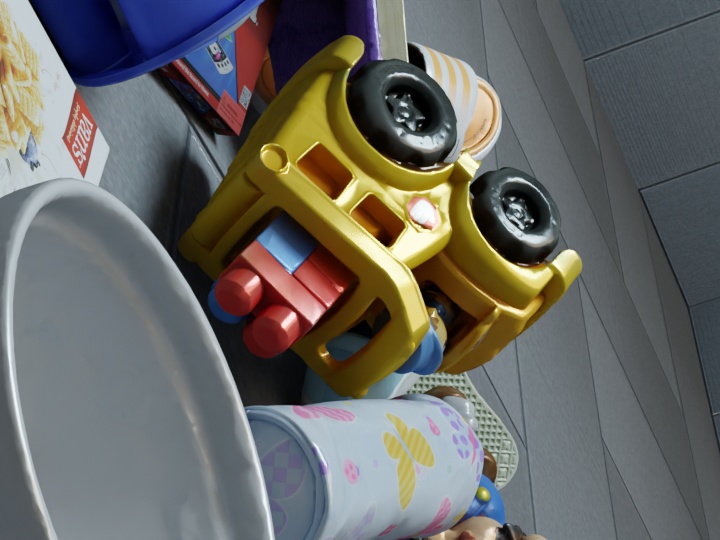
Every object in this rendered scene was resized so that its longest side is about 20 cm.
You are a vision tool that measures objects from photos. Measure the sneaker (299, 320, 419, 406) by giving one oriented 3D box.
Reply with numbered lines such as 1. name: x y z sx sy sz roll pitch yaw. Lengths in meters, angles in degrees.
1. sneaker: 0.011 0.034 1.162 0.200 0.074 0.082 -72 175 -67

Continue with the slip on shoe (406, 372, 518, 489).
1. slip on shoe: 0.045 0.080 1.326 0.200 0.074 0.061 57 -20 -21

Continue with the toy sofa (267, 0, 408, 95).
1. toy sofa: -0.006 -0.098 1.157 0.083 0.097 0.201 156 -70 -78

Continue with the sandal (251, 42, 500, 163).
1. sandal: 0.022 -0.120 1.238 0.206 0.059 0.079 5 69 -32

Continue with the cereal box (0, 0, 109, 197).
1. cereal box: -0.175 -0.091 0.756 0.144 0.039 0.200 -86 153 -56

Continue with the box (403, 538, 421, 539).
1. box: 0.021 0.214 1.092 0.137 0.040 0.201 -69 138 -67

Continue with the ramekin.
1. ramekin: -0.117 0.078 0.632 0.200 0.105 0.201 -19 90 -76

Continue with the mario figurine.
1. mario figurine: 0.079 0.153 1.083 0.123 0.106 0.200 26 25 -20

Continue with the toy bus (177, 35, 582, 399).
1. toy bus: 0.000 0.000 1.000 0.200 0.136 0.192 42 43 -5

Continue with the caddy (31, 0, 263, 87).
1. caddy: -0.086 -0.172 0.927 0.200 0.141 0.105 -53 122 -35

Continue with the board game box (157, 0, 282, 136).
1. board game box: -0.106 -0.171 1.064 0.200 0.019 0.103 48 53 -57

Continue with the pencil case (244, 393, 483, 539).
1. pencil case: -0.011 0.110 0.939 0.200 0.091 0.083 1 68 -62
